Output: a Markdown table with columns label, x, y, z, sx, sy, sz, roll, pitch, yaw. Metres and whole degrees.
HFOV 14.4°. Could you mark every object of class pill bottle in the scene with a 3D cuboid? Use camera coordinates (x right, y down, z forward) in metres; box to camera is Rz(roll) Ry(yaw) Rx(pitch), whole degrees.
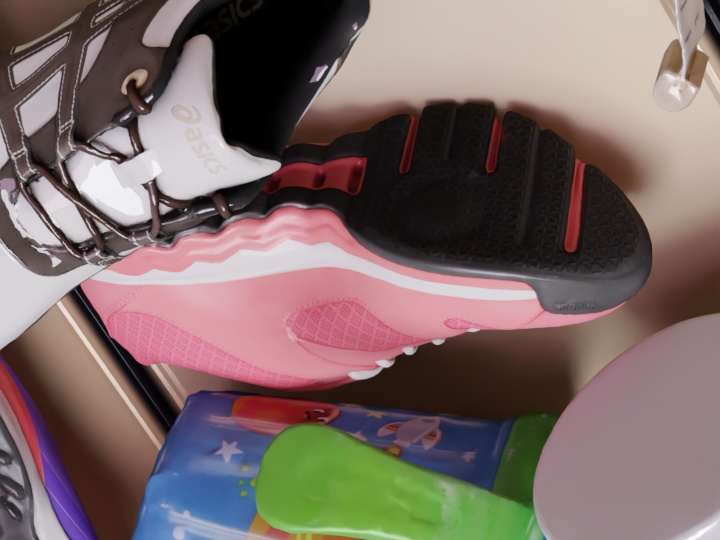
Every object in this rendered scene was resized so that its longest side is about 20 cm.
| label | x | y | z | sx | sy | sz | roll | pitch | yaw |
| --- | --- | --- | --- | --- | --- | --- | --- | --- | --- |
| pill bottle | 0.146 | 0.112 | 0.895 | 0.113 | 0.114 | 0.200 | -24 | 124 | 27 |

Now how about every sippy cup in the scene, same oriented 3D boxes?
| label | x | y | z | sx | sy | sz | roll | pitch | yaw |
| --- | --- | --- | --- | --- | --- | --- | --- | --- | --- |
| sippy cup | -0.007 | 0.101 | 0.937 | 0.129 | 0.140 | 0.179 | 14 | 123 | 8 |

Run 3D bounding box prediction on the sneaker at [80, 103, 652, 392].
| label | x | y | z | sx | sy | sz | roll | pitch | yaw |
| --- | --- | --- | --- | --- | --- | --- | --- | --- | --- |
| sneaker | 0.000 | 0.000 | 0.925 | 0.199 | 0.074 | 0.087 | 3 | 136 | 18 |

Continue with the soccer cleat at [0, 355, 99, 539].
| label | x | y | z | sx | sy | sz | roll | pitch | yaw |
| --- | --- | --- | --- | --- | --- | --- | --- | --- | --- |
| soccer cleat | -0.112 | 0.103 | 0.994 | 0.068 | 0.073 | 0.201 | -23 | 106 | 12 |

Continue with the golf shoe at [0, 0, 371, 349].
| label | x | y | z | sx | sy | sz | roll | pitch | yaw |
| --- | --- | --- | --- | --- | --- | --- | --- | --- | --- |
| golf shoe | -0.079 | -0.036 | 0.841 | 0.200 | 0.094 | 0.078 | -46 | 116 | -9 |

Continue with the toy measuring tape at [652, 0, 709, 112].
| label | x | y | z | sx | sy | sz | roll | pitch | yaw |
| --- | --- | --- | --- | --- | --- | --- | --- | --- | --- |
| toy measuring tape | 0.056 | -0.138 | 0.810 | 0.073 | 0.074 | 0.201 | -1 | 121 | 16 |
